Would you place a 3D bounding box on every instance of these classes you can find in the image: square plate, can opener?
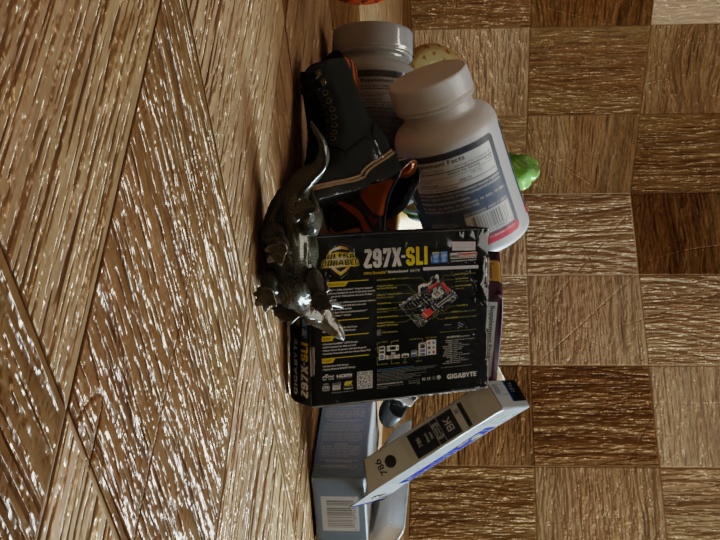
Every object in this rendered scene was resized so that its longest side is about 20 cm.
[{"bbox_3d":[0.005,0.300,1.594,0.198,0.028,0.201,-84,-162,-59],"label":"square plate"},{"bbox_3d":[0.057,0.124,1.667,0.067,0.053,0.200,-51,178,25],"label":"can opener"}]

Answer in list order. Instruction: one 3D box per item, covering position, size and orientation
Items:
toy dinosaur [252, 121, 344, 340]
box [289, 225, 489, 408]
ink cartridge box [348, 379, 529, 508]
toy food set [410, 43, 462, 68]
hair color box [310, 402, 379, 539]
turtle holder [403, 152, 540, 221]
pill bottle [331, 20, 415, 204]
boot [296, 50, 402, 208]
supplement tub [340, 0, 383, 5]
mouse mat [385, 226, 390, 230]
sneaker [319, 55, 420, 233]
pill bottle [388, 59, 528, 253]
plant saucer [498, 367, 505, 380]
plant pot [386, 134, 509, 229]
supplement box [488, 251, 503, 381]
[{"bbox_3d":[-0.056,-0.024,1.114,0.102,0.076,0.201,-111,-167,-70],"label":"toy dinosaur"},{"bbox_3d":[0.030,0.041,1.305,0.049,0.199,0.161,7,-80,62],"label":"box"},{"bbox_3d":[0.075,0.179,1.421,0.039,0.200,0.099,59,17,15],"label":"ink cartridge box"},{"bbox_3d":[0.064,-0.197,1.775,0.049,0.199,0.199,-28,-108,61],"label":"toy food set"},{"bbox_3d":[-0.015,0.207,1.542,0.200,0.060,0.100,-81,170,-58],"label":"hair color box"},{"bbox_3d":[0.116,-0.113,1.681,0.141,0.185,0.132,-60,-146,7],"label":"turtle holder"},{"bbox_3d":[0.013,-0.180,1.586,0.114,0.113,0.201,59,31,-81],"label":"pill bottle"},{"bbox_3d":[-0.042,-0.133,1.315,0.139,0.077,0.200,66,23,-5],"label":"boot"},{"bbox_3d":[-0.003,-0.367,1.345,0.200,0.122,0.123,82,9,-57],"label":"supplement tub"},{"bbox_3d":[0.075,-0.002,1.619,0.008,0.161,0.200,-48,152,-2],"label":"mouse mat"},{"bbox_3d":[0.011,-0.133,1.462,0.077,0.111,0.201,3,86,-60],"label":"sneaker"},{"bbox_3d":[0.104,-0.123,1.507,0.120,0.119,0.201,-79,151,-66],"label":"pill bottle"},{"bbox_3d":[0.098,0.074,1.616,0.201,0.035,0.200,53,-7,9],"label":"plant saucer"},{"bbox_3d":[0.105,-0.134,1.907,0.200,0.182,0.202,172,-90,-75],"label":"plant pot"},{"bbox_3d":[0.048,0.041,1.446,0.131,0.199,0.104,-82,175,-68],"label":"supplement box"}]
